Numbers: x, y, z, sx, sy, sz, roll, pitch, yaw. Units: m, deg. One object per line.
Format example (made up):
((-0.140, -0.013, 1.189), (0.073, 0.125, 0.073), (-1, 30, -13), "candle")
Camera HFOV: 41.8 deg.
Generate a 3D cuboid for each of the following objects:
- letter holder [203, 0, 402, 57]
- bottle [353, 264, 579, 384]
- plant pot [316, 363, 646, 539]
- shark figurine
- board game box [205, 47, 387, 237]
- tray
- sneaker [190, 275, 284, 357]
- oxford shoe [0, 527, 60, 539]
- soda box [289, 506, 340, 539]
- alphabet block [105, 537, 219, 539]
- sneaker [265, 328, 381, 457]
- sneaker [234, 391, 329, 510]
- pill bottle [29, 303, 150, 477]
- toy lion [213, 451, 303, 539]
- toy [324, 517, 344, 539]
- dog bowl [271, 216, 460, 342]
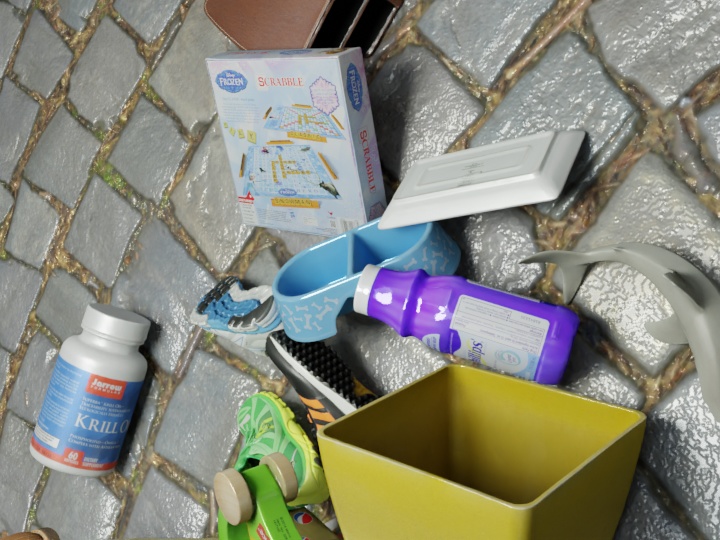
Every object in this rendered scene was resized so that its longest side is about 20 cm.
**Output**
((-0.075, -0.307, 1.099), (0.200, 0.100, 0.143), (41, 108, 36), "letter holder")
((0.094, 0.044, 0.853), (0.199, 0.084, 0.066), (17, 69, 12), "bottle")
((0.101, 0.208, 0.786), (0.199, 0.200, 0.177), (11, 109, 39), "plant pot")
((0.246, 0.011, 0.785), (0.214, 0.089, 0.128), (40, 104, 35), "shark figurine")
((-0.069, -0.139, 1.030), (0.199, 0.041, 0.200), (10, 120, 39), "board game box")
((0.111, -0.093, 0.914), (0.199, 0.022, 0.108), (-8, 37, 37), "tray")
((-0.127, 0.063, 1.079), (0.075, 0.087, 0.200), (-50, 27, -14), "sneaker")
((-0.359, 0.358, 0.940), (0.071, 0.071, 0.201), (7, 86, 38), "oxford shoe")
((-0.077, 0.340, 0.941), (0.068, 0.064, 0.201), (29, 118, 41), "soda box")
((-0.259, 0.395, 1.025), (0.195, 0.200, 0.198), (-13, 72, 35), "alphabet block")
((-0.034, 0.146, 0.959), (0.200, 0.070, 0.090), (39, 111, 15), "sneaker")
((-0.100, 0.188, 0.986), (0.200, 0.083, 0.074), (32, 141, 63), "sneaker")
((-0.337, 0.149, 1.196), (0.112, 0.112, 0.201), (21, 95, 39), "pill bottle")
((-0.073, 0.293, 0.842), (0.200, 0.068, 0.192), (54, 140, 29), "toy lion")
((-0.001, 0.293, 0.941), (0.200, 0.047, 0.116), (-33, 60, 28), "toy")
((0.000, 0.000, 0.949), (0.199, 0.050, 0.112), (-21, 31, 14), "dog bowl")
